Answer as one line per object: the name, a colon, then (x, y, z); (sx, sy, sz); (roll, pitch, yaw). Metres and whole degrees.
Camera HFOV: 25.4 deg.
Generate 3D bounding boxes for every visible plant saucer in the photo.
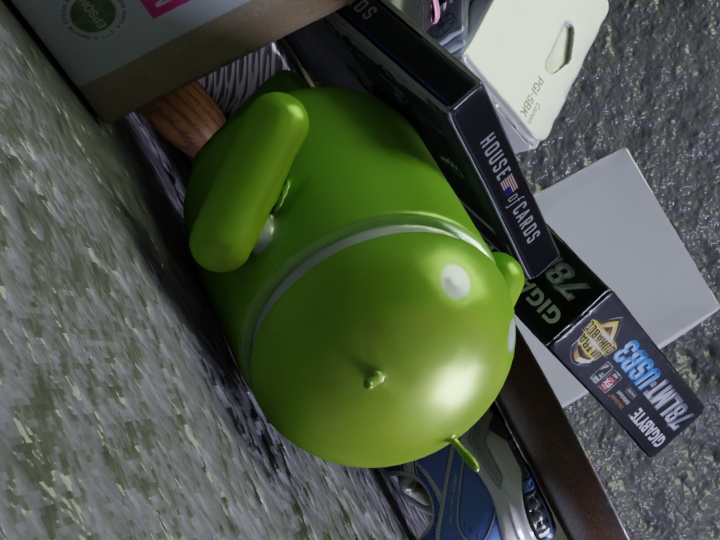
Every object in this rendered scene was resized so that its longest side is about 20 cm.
plant saucer: (0.113, 0.105, 0.963); (0.201, 0.032, 0.200); (63, 1, -2)

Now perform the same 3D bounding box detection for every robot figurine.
robot figurine: (-0.007, 0.001, 0.682); (0.175, 0.116, 0.200); (36, 18, -41)

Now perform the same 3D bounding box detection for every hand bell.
hand bell: (-0.053, -0.043, 0.814); (0.200, 0.104, 0.104); (47, 8, -16)

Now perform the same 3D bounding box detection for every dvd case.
dvd case: (0.009, -0.094, 0.763); (0.200, 0.025, 0.150); (47, -5, 34)

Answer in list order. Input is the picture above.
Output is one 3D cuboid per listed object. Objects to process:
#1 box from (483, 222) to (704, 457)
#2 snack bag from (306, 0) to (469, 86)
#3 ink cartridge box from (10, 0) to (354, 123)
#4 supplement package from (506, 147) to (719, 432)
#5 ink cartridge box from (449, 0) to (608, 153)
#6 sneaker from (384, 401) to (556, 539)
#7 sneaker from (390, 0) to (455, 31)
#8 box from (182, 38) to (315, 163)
box: (0.093, -0.003, 0.898); (0.199, 0.050, 0.200); (49, 4, 33)
snack bag: (-0.002, -0.163, 1.023); (0.021, 0.188, 0.200); (47, 33, -28)
ink cartridge box: (-0.084, -0.176, 0.629); (0.200, 0.164, 0.075); (56, 11, -44)
supplement package: (0.135, 0.032, 1.261); (0.147, 0.191, 0.200); (60, -20, 4)
ink cartridge box: (0.043, -0.137, 1.044); (0.083, 0.200, 0.147); (47, 52, -27)
sneaker: (0.046, 0.093, 0.952); (0.076, 0.077, 0.200); (59, 5, -40)
sneaker: (0.057, -0.177, 0.887); (0.200, 0.099, 0.071); (-71, 159, -53)
box: (-0.088, -0.125, 0.849); (0.200, 0.082, 0.068); (54, 9, -47)
